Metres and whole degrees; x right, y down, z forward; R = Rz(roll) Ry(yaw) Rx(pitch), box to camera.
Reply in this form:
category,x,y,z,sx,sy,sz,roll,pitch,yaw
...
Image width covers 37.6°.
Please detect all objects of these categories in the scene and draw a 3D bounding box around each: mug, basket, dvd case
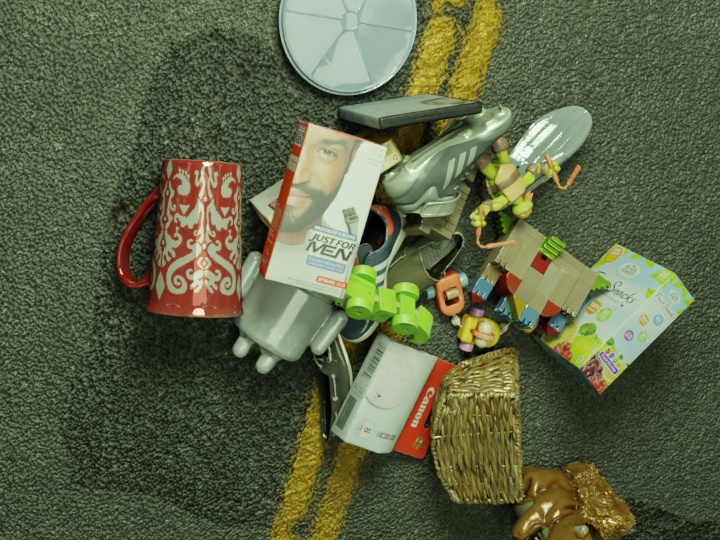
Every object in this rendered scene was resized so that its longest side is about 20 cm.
category,x,y,z,sx,sy,sz,roll,pitch,yaw
mug,-0.237,-0.045,1.411,0.175,0.133,0.203,4,93,-10
basket,0.179,0.238,1.627,0.140,0.149,0.203,-3,114,9
dvd case,0.062,-0.216,1.422,0.141,0.200,0.018,-12,105,-14

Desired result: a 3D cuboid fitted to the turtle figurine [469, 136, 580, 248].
category,x,y,z,sx,sy,sz,roll,pitch,yaw
turtle figurine,0.209,-0.139,1.494,0.199,0.064,0.162,-36,106,-14

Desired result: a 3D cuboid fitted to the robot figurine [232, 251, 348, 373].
category,x,y,z,sx,sy,sz,roll,pitch,yaw
robot figurine,-0.101,0.046,1.488,0.168,0.113,0.201,33,93,-2

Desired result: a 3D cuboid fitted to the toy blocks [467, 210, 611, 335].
category,x,y,z,sx,sy,sz,roll,pitch,yaw
toy blocks,0.254,0.024,1.570,0.199,0.100,0.138,34,79,-9

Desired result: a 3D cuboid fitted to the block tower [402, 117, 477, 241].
category,x,y,z,sx,sy,sz,roll,pitch,yaw
block tower,0.129,-0.136,1.514,0.057,0.054,0.202,28,77,-20

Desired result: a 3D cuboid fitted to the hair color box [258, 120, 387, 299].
category,x,y,z,sx,sy,sz,roll,pitch,yaw
hair color box,-0.049,-0.077,1.346,0.109,0.064,0.203,14,97,-16

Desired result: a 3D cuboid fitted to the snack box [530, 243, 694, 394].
category,x,y,z,sx,sy,sz,roll,pitch,yaw
snack box,0.377,0.069,1.607,0.200,0.169,0.068,-44,115,-3

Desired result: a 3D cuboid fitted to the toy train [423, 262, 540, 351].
category,x,y,z,sx,sy,sz,roll,pitch,yaw
toy train,0.200,0.047,1.609,0.197,0.056,0.152,-14,108,-12

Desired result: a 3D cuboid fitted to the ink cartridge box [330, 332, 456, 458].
category,x,y,z,sx,sy,sz,roll,pitch,yaw
ink cartridge box,0.070,0.198,1.580,0.198,0.057,0.164,25,93,-34

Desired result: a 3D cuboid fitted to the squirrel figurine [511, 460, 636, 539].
category,x,y,z,sx,sy,sz,roll,pitch,yaw
squirrel figurine,0.334,0.391,1.666,0.198,0.187,0.143,-21,109,-10

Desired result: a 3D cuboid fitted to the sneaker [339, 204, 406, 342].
category,x,y,z,sx,sy,sz,roll,pitch,yaw
sneaker,0.000,0.000,1.507,0.084,0.074,0.203,22,82,-57

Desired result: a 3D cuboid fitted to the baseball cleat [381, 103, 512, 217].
category,x,y,z,sx,sy,sz,roll,pitch,yaw
baseball cleat,0.128,-0.142,1.424,0.198,0.070,0.107,-27,120,16

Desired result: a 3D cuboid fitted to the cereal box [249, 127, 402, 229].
category,x,y,z,sx,sy,sz,roll,pitch,yaw
cereal box,-0.051,-0.123,1.444,0.199,0.144,0.040,-33,110,-7

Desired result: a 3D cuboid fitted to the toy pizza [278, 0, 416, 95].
category,x,y,z,sx,sy,sz,roll,pitch,yaw
toy pizza,-0.018,-0.345,1.457,0.197,0.032,0.203,-5,106,-16

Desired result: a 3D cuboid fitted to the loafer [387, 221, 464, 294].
category,x,y,z,sx,sy,sz,roll,pitch,yaw
loafer,0.077,-0.003,1.552,0.075,0.070,0.200,43,89,-21

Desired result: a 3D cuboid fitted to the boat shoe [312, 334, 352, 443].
category,x,y,z,sx,sy,sz,roll,pitch,yaw
boat shoe,-0.044,0.167,1.562,0.056,0.067,0.203,-18,112,-16

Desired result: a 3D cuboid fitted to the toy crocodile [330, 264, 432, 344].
category,x,y,z,sx,sy,sz,roll,pitch,yaw
toy crocodile,0.023,0.046,1.465,0.198,0.062,0.068,22,53,-29

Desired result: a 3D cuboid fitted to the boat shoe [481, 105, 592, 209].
category,x,y,z,sx,sy,sz,roll,pitch,yaw
boat shoe,0.258,-0.166,1.569,0.199,0.067,0.074,-37,73,-2
